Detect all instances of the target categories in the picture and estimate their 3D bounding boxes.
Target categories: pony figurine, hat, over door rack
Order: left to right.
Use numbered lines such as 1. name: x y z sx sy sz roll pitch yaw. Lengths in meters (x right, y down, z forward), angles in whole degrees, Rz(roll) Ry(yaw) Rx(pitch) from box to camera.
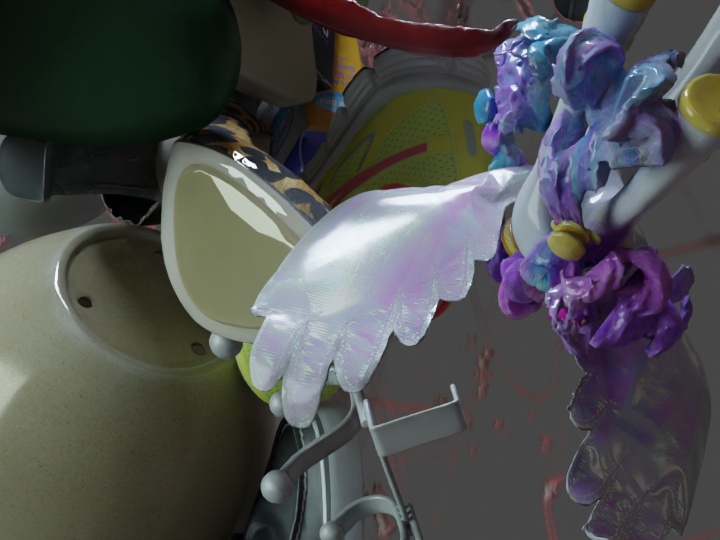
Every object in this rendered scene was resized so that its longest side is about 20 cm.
1. hat: -0.051 -0.075 1.116 0.200 0.175 0.166 -71 6 -74
2. over door rack: -0.001 0.084 1.164 0.200 0.066 0.148 47 159 62
3. pony figurine: 0.075 -0.019 1.026 0.193 0.166 0.200 -60 -2 -43

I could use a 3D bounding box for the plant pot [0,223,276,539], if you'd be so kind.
1. plant pot: -0.118 0.057 1.366 0.135 0.199 0.201 -59 32 38

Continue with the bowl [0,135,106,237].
1. bowl: -0.134 -0.097 1.436 0.201 0.090 0.202 -51 -27 -40

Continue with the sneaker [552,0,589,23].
1. sneaker: 0.071 -0.162 1.154 0.200 0.079 0.096 -114 27 -53

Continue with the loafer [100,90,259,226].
1. loafer: -0.090 -0.066 1.316 0.073 0.071 0.200 49 166 20

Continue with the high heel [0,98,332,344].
1. high heel: -0.027 -0.025 1.177 0.200 0.142 0.072 25 111 35

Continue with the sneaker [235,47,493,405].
1. sneaker: 0.000 0.000 1.256 0.091 0.078 0.200 -107 33 -40

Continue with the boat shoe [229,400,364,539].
1. boat shoe: -0.046 0.156 1.330 0.070 0.066 0.201 -154 72 -66

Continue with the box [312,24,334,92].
1. box: -0.051 -0.197 1.342 0.036 0.143 0.201 -12 57 20

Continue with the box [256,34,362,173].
1. box: -0.041 -0.091 1.431 0.119 0.041 0.201 124 143 -48

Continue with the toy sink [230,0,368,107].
1. toy sink: -0.014 -0.182 1.222 0.112 0.130 0.201 -10 78 23
